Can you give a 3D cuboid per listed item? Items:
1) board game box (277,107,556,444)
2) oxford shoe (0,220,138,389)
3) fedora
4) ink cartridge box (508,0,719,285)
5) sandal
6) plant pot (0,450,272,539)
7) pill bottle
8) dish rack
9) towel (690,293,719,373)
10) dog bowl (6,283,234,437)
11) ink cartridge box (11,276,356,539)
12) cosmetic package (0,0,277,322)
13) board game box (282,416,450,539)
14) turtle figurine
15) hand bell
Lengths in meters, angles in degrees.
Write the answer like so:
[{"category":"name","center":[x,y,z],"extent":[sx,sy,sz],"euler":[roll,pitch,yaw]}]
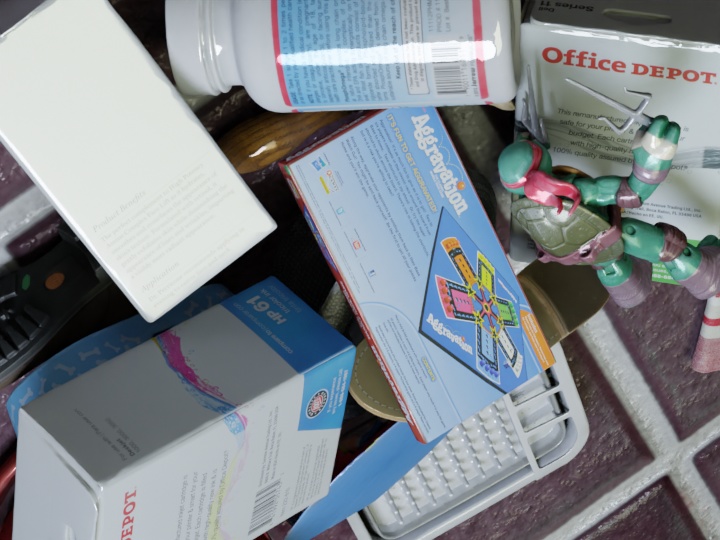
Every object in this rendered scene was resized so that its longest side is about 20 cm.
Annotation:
[{"category":"board game box","center":[0.037,-0.003,1.321],"extent":[0.103,0.019,0.200],"euler":[-30,106,-14]},{"category":"oxford shoe","center":[-0.194,0.034,1.367],"extent":[0.200,0.073,0.084],"euler":[-36,141,3]},{"category":"fedora","center":[0.000,0.000,1.418],"extent":[0.201,0.092,0.201],"euler":[-39,152,-25]},{"category":"ink cartridge box","center":[0.179,-0.096,1.420],"extent":[0.146,0.083,0.200],"euler":[9,132,11]},{"category":"sandal","center":[0.072,0.052,1.413],"extent":[0.212,0.078,0.070],"euler":[-27,170,-27]},{"category":"plant pot","center":[-0.161,0.209,1.453],"extent":[0.200,0.183,0.201],"euler":[-17,133,-19]},{"category":"pill bottle","center":[-0.008,-0.148,1.252],"extent":[0.200,0.109,0.109],"euler":[-2,133,8]},{"category":"dish rack","center":[0.066,0.120,1.610],"extent":[0.200,0.044,0.172],"euler":[-30,136,-5]},{"category":"towel","center":[0.338,-0.012,1.675],"extent":[0.144,0.023,0.200],"euler":[-10,129,-20]},{"category":"dog bowl","center":[-0.145,0.067,1.383],"extent":[0.200,0.050,0.111],"euler":[-25,166,-44]},{"category":"ink cartridge box","center":[-0.110,0.112,1.300],"extent":[0.200,0.085,0.145],"euler":[-29,146,-35]},{"category":"cosmetic package","center":[-0.148,-0.077,1.255],"extent":[0.102,0.074,0.200],"euler":[-37,116,-4]},{"category":"board game box","center":[0.008,0.120,1.491],"extent":[0.158,0.039,0.200],"euler":[-51,165,31]},{"category":"turtle figurine","center":[0.142,-0.047,1.336],"extent":[0.200,0.150,0.101],"euler":[40,75,-36]},{"category":"hand bell","center":[-0.012,-0.109,1.361],"extent":[0.200,0.104,0.104],"euler":[-25,136,8]}]
